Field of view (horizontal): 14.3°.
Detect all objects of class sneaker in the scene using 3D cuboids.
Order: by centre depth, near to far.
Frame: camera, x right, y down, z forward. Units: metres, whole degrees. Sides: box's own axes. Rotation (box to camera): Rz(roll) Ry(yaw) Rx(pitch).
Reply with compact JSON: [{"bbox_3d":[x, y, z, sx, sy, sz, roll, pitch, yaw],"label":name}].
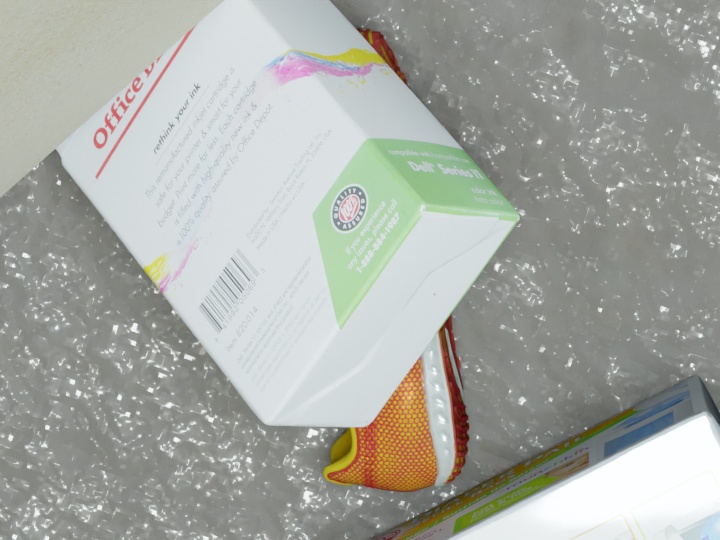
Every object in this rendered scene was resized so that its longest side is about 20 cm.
[{"bbox_3d":[0.000,0.000,1.192,0.077,0.073,0.201,-3,103,7],"label":"sneaker"}]

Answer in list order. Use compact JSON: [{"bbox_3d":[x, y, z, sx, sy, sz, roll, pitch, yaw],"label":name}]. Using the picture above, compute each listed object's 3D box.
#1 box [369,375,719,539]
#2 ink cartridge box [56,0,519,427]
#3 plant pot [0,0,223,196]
[{"bbox_3d":[0.078,0.139,1.202,0.199,0.112,0.102,-27,93,6],"label":"box"},{"bbox_3d":[-0.042,-0.047,1.140,0.200,0.067,0.117,51,118,29],"label":"ink cartridge box"},{"bbox_3d":[-0.177,-0.152,1.056,0.200,0.177,0.200,-40,76,10],"label":"plant pot"}]
